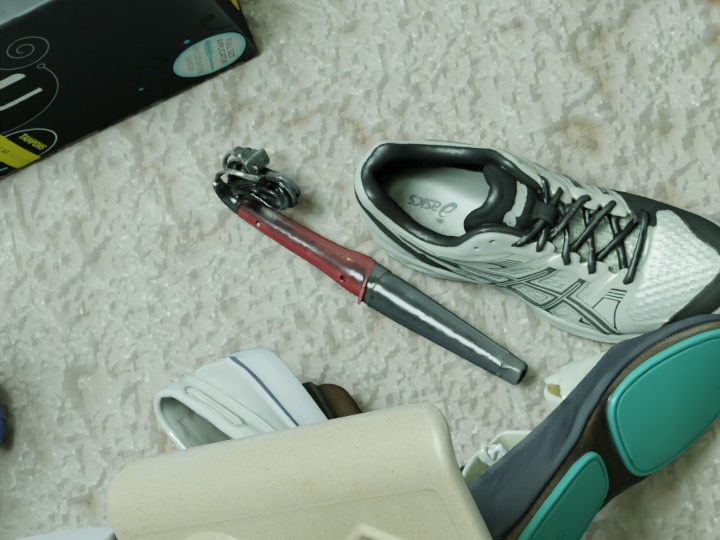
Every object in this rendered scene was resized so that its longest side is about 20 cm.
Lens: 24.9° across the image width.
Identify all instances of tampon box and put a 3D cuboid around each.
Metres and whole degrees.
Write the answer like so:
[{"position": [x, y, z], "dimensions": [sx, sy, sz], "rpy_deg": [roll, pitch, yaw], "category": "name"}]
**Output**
[{"position": [-0.182, -0.149, 0.863], "dimensions": [0.200, 0.150, 0.126], "rpy_deg": [-25, 72, 9], "category": "tampon box"}]

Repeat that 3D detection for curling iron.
[{"position": [0.000, 0.000, 0.837], "dimensions": [0.200, 0.050, 0.026], "rpy_deg": [37, 69, 15], "category": "curling iron"}]

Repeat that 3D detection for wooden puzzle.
[{"position": [0.003, 0.154, 0.666], "dimensions": [0.185, 0.046, 0.200], "rpy_deg": [-15, 101, 38], "category": "wooden puzzle"}]

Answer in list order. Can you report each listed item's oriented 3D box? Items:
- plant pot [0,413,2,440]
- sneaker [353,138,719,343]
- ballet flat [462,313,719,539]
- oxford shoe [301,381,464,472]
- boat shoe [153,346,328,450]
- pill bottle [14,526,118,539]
[{"position": [-0.309, 0.086, 0.819], "dimensions": [0.200, 0.200, 0.180], "rpy_deg": [24, 78, 19], "category": "plant pot"}, {"position": [0.088, -0.016, 0.794], "dimensions": [0.200, 0.088, 0.076], "rpy_deg": [12, 79, 16], "category": "sneaker"}, {"position": [0.099, 0.079, 0.757], "dimensions": [0.073, 0.073, 0.200], "rpy_deg": [38, 60, 19], "category": "ballet flat"}, {"position": [0.037, 0.125, 0.795], "dimensions": [0.084, 0.073, 0.200], "rpy_deg": [-28, 62, -23], "category": "oxford shoe"}, {"position": [-0.028, 0.111, 0.738], "dimensions": [0.066, 0.072, 0.200], "rpy_deg": [-18, 51, -29], "category": "boat shoe"}, {"position": [-0.127, 0.218, 0.704], "dimensions": [0.112, 0.112, 0.200], "rpy_deg": [-11, 91, 13], "category": "pill bottle"}]
